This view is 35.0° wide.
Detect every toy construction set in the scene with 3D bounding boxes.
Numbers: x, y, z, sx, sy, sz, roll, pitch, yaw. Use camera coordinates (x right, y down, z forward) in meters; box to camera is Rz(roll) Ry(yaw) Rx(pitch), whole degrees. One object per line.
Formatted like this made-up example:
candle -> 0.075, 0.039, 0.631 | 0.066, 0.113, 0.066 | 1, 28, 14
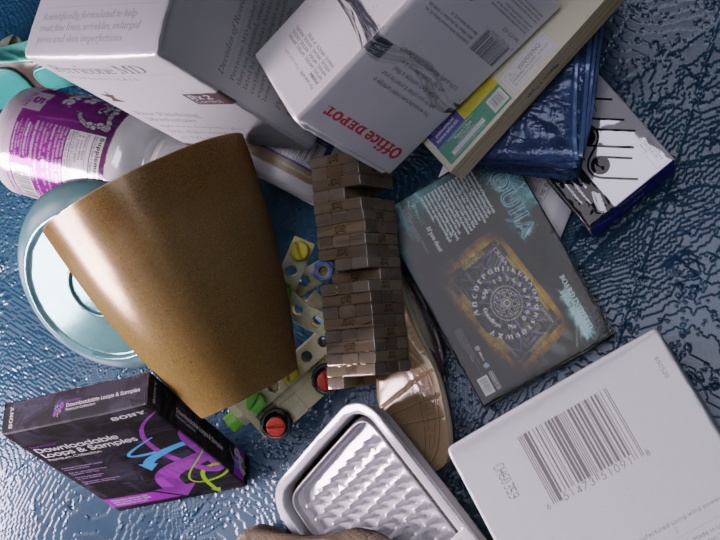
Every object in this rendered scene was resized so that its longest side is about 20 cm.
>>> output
toy construction set -> -0.083, 0.076, 1.060 | 0.200, 0.092, 0.131 | -41, 92, 15

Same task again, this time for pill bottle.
pill bottle -> -0.250, -0.111, 1.126 | 0.199, 0.112, 0.113 | 14, 87, 18
pill bottle -> -0.030, -0.166, 1.065 | 0.111, 0.111, 0.201 | 28, 92, 19

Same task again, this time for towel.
towel -> 0.151, -0.182, 0.983 | 0.111, 0.049, 0.201 | 6, 82, 19

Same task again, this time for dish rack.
dish rack -> 0.025, 0.227, 1.007 | 0.200, 0.043, 0.172 | 50, 126, 17

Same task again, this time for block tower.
block tower -> 0.000, 0.000, 0.994 | 0.058, 0.054, 0.201 | -7, 85, 35

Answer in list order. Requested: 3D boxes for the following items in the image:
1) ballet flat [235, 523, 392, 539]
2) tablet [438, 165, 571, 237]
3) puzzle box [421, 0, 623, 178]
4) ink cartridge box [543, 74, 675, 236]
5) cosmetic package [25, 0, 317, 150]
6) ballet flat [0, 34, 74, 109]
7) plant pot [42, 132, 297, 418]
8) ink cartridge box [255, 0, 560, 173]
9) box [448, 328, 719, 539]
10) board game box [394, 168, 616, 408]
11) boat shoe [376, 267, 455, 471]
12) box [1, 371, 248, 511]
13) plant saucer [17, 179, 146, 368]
ballet flat -> -0.042, 0.259, 1.010 | 0.199, 0.046, 0.068 | -2, 101, 39
tablet -> 0.138, -0.087, 1.054 | 0.130, 0.014, 0.201 | 22, 89, 19
puzzle box -> 0.108, -0.193, 0.964 | 0.200, 0.025, 0.133 | -47, 59, 15
ink cartridge box -> 0.179, -0.137, 1.016 | 0.094, 0.044, 0.200 | -40, 72, 7
cosmetic package -> -0.137, -0.214, 0.959 | 0.164, 0.200, 0.166 | 7, 79, 37
ballet flat -> -0.344, -0.220, 1.204 | 0.199, 0.067, 0.071 | -10, 56, 16
plant pot -> -0.139, 0.015, 0.963 | 0.186, 0.186, 0.201 | -26, 90, 12
ink cartridge box -> 0.037, -0.189, 0.905 | 0.200, 0.145, 0.085 | -44, 58, 16
box -> 0.210, 0.184, 0.933 | 0.198, 0.131, 0.201 | -32, 75, 11
board game box -> 0.120, 0.003, 1.022 | 0.135, 0.028, 0.201 | -29, 81, 6
boat shoe -> 0.048, 0.080, 1.032 | 0.072, 0.065, 0.201 | -30, 74, 34
box -> -0.207, 0.160, 1.033 | 0.142, 0.200, 0.036 | -14, 55, 16
plant saucer -> -0.249, 0.011, 1.102 | 0.199, 0.027, 0.201 | 8, 116, 16
